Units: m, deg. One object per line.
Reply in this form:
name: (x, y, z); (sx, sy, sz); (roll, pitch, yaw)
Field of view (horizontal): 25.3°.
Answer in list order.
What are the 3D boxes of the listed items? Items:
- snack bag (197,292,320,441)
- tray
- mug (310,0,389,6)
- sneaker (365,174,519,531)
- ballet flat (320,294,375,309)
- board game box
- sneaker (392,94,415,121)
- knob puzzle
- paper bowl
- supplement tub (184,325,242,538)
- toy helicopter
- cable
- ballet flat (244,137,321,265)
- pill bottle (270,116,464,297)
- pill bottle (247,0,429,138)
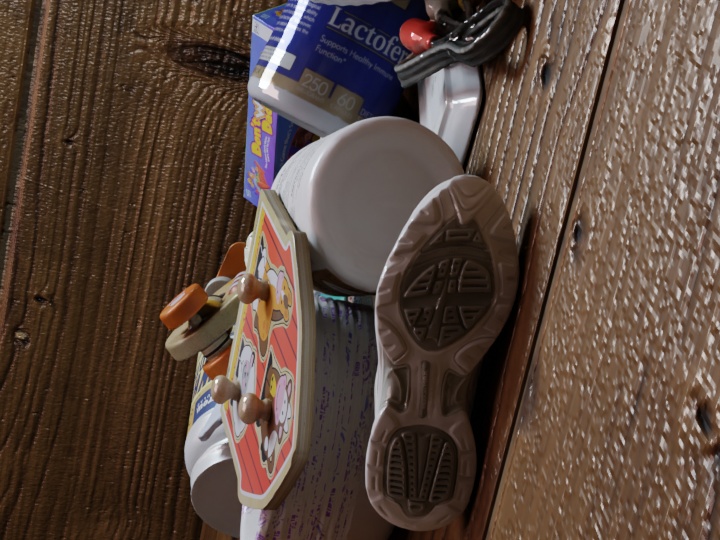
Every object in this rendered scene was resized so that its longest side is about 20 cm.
snack bag: (-0.069, 0.059, 1.405); (0.190, 0.021, 0.200); (-61, 9, -31)
tray: (0.062, -0.134, 1.184); (0.201, 0.022, 0.108); (-90, 13, -54)
mug: (0.016, -0.271, 1.135); (0.175, 0.199, 0.149); (-6, 114, 55)
sneaker: (0.039, 0.040, 0.924); (0.099, 0.077, 0.202); (-96, 18, -77)
ballet flat: (0.000, 0.000, 1.298); (0.074, 0.073, 0.203); (139, 131, -78)
board game box: (-0.045, -0.167, 1.554); (0.045, 0.134, 0.202); (35, 135, 34)
sneaker: (-0.010, -0.150, 1.405); (0.082, 0.073, 0.201); (-37, 31, 11)
knob puzzle: (-0.067, 0.066, 1.047); (0.219, 0.030, 0.223); (-174, 90, -73)
paper bowl: (-0.021, 0.122, 1.153); (0.201, 0.103, 0.203); (-169, 90, -83)
supplement tub: (-0.093, 0.142, 1.542); (0.201, 0.143, 0.145); (-88, 11, -47)
toy helicopter: (-0.101, 0.011, 1.490); (0.200, 0.079, 0.132); (-43, 10, -11)
cable: (0.057, -0.160, 1.067); (0.097, 0.050, 0.200); (-42, 9, 8)
ballet flat: (-0.061, -0.032, 1.386); (0.201, 0.069, 0.070); (-56, 13, 13)
pill bottle: (-0.005, -0.039, 1.124); (0.200, 0.113, 0.116); (173, 107, -75)
pill bottle: (0.001, -0.204, 1.268); (0.202, 0.115, 0.116); (-64, 8, 1)
